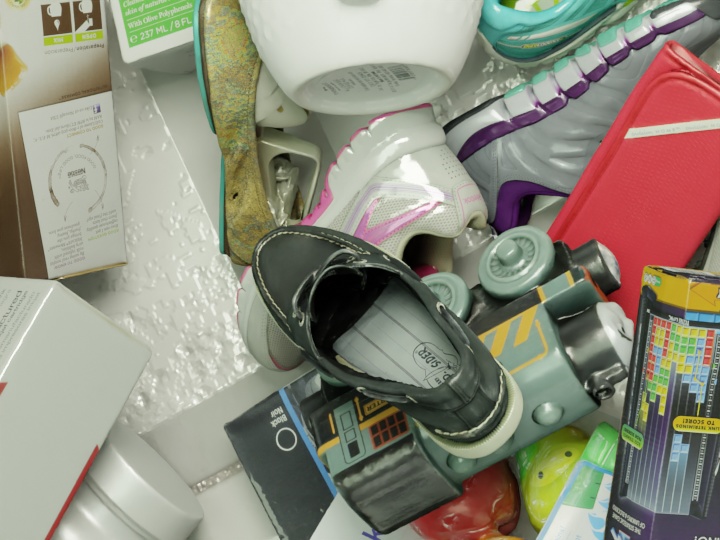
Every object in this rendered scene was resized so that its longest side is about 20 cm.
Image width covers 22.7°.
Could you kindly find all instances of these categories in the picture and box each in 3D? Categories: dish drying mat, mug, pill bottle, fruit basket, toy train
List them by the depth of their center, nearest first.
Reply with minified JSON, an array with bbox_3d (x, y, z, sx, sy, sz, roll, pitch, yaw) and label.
[{"bbox_3d":[-0.004,-0.186,0.944,0.147,0.200,0.176,-6,78,3],"label":"mug"},{"bbox_3d":[0.059,0.059,0.978,0.199,0.085,0.114,-28,44,12],"label":"toy train"},{"bbox_3d":[0.151,-0.029,0.989,0.077,0.018,0.200,37,130,12],"label":"dish drying mat"},{"bbox_3d":[0.079,0.140,1.003,0.199,0.094,0.186,24,68,22],"label":"fruit basket"},{"bbox_3d":[-0.200,0.191,1.115,0.200,0.116,0.116,-46,74,2],"label":"pill bottle"}]

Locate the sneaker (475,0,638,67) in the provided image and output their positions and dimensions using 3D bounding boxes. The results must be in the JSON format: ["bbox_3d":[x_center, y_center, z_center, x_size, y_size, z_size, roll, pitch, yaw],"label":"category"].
[{"bbox_3d":[0.147,-0.187,1.001,0.200,0.080,0.078,-40,74,4],"label":"sneaker"}]

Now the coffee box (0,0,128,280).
[{"bbox_3d":[-0.216,-0.099,1.113,0.114,0.079,0.201,8,107,45],"label":"coffee box"}]

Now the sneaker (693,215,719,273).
[{"bbox_3d":[0.209,0.001,0.988,0.079,0.074,0.201,-2,90,27],"label":"sneaker"}]

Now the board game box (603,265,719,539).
[{"bbox_3d":[0.232,0.090,0.923,0.199,0.057,0.166,5,96,-18],"label":"board game box"}]

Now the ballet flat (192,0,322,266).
[{"bbox_3d":[-0.056,-0.083,1.055,0.070,0.071,0.201,17,135,21],"label":"ballet flat"}]

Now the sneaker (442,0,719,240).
[{"bbox_3d":[0.142,-0.086,1.022,0.199,0.074,0.088,-28,90,30],"label":"sneaker"}]

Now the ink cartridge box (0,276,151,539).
[{"bbox_3d":[-0.238,0.082,1.088,0.200,0.084,0.145,2,59,52],"label":"ink cartridge box"}]

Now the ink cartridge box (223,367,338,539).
[{"bbox_3d":[0.004,0.156,1.087,0.099,0.039,0.201,-33,79,18],"label":"ink cartridge box"}]

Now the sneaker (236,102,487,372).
[{"bbox_3d":[0.000,0.000,1.045,0.088,0.081,0.200,50,127,18],"label":"sneaker"}]

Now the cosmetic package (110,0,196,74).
[{"bbox_3d":[-0.105,-0.233,1.105,0.107,0.085,0.201,-16,85,22],"label":"cosmetic package"}]

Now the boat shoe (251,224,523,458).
[{"bbox_3d":[0.000,0.023,0.941,0.075,0.066,0.199,-45,52,-1],"label":"boat shoe"}]
